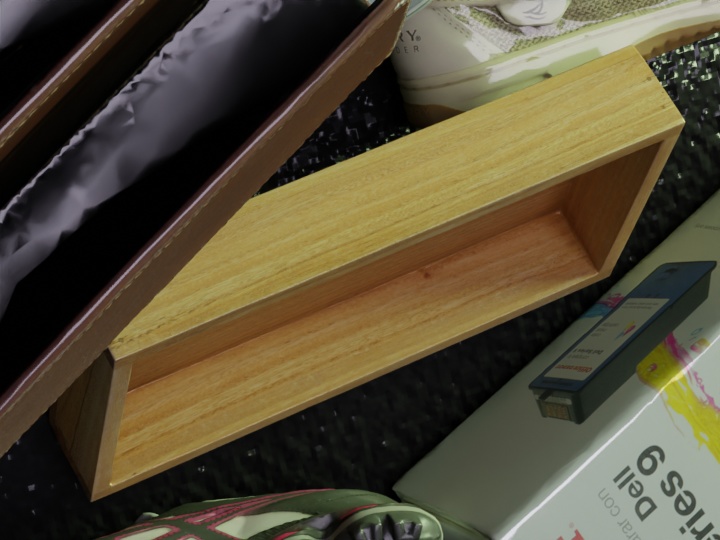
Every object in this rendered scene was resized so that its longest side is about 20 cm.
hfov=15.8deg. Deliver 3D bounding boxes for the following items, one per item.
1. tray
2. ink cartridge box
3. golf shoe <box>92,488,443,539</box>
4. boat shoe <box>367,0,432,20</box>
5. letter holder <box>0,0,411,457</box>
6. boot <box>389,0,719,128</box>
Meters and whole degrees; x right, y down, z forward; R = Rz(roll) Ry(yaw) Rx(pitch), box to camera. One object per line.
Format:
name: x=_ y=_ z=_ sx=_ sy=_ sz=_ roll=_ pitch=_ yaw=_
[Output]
tray: x=0.000 y=0.000 z=0.819 sx=0.199 sy=0.099 sz=0.037 roll=-22 pitch=67 yaw=-21
ink cartridge box: x=0.132 y=0.072 z=0.893 sx=0.200 sy=0.087 sz=0.146 roll=-40 pitch=110 yaw=-14
golf shoe: x=-0.069 y=0.115 z=0.810 sx=0.199 sy=0.088 sz=0.078 roll=-9 pitch=104 yaw=-14
boat shoe: x=-0.058 y=-0.083 z=0.775 sx=0.200 sy=0.072 sz=0.071 roll=-13 pitch=104 yaw=-8
letter holder: x=-0.086 y=-0.034 z=0.660 sx=0.101 sy=0.142 sz=0.200 roll=44 pitch=83 yaw=0
boot: x=0.081 y=-0.152 z=0.854 sx=0.199 sy=0.073 sz=0.156 roll=-24 pitch=105 yaw=-11
